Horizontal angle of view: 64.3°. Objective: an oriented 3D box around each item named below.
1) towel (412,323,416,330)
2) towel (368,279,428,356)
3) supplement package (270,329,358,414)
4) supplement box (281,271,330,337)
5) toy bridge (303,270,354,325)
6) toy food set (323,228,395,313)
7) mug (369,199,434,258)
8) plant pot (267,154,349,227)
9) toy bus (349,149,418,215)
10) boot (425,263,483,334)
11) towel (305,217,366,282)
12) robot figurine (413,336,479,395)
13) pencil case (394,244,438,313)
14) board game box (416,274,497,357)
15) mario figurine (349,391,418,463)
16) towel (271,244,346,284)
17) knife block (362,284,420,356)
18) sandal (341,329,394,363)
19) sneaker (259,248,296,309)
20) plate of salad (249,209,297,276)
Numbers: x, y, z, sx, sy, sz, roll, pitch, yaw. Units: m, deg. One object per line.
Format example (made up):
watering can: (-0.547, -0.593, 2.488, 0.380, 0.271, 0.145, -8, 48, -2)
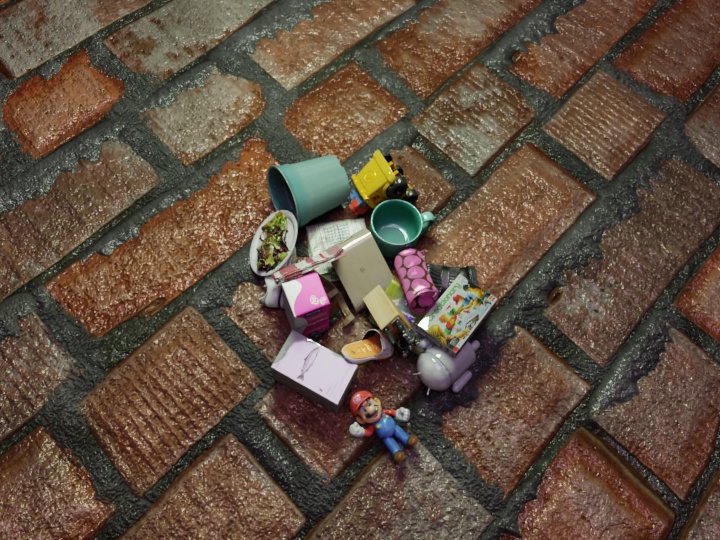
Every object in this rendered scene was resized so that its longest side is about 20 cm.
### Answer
towel: (0.237, 0.122, 1.646, 0.086, 0.018, 0.200, 43, 68, 9)
towel: (0.136, 0.133, 1.599, 0.198, 0.023, 0.145, 33, 92, 11)
supplement package: (-0.119, 0.266, 1.495, 0.197, 0.118, 0.118, 26, 67, 9)
supplement box: (-0.145, 0.099, 1.525, 0.100, 0.201, 0.105, -20, 67, -12)
toy bridge: (-0.083, 0.069, 1.620, 0.201, 0.027, 0.067, 50, 26, 3)
toy food set: (0.000, 0.000, 1.639, 0.142, 0.060, 0.202, -29, 93, -14)
mug: (0.115, -0.111, 1.691, 0.182, 0.115, 0.154, 16, 64, 3)
plant pot: (-0.148, -0.243, 1.702, 0.194, 0.201, 0.202, -24, 68, -23)
toy bus: (0.058, -0.234, 1.734, 0.191, 0.199, 0.137, -39, 60, 14)
boot: (0.256, 0.080, 1.613, 0.155, 0.080, 0.215, 0, 62, -11)
towel: (-0.061, -0.059, 1.699, 0.189, 0.035, 0.203, -8, 66, -8)
robot figurine: (0.228, 0.239, 1.533, 0.199, 0.113, 0.170, -39, 89, -19)
pencil case: (0.153, 0.024, 1.560, 0.092, 0.092, 0.202, -15, 42, 0)
board game box: (0.258, 0.117, 1.521, 0.125, 0.035, 0.200, 33, 65, 22)
mario figurine: (0.052, 0.388, 1.452, 0.200, 0.106, 0.123, 43, 34, 7)
towel: (-0.140, -0.018, 1.518, 0.197, 0.144, 0.023, -24, 100, -9)
knife block: (0.078, 0.130, 1.509, 0.064, 0.175, 0.201, -39, 79, 4)
sandal: (0.034, 0.195, 1.514, 0.079, 0.060, 0.205, 44, 28, 23)
sneaker: (-0.232, 0.009, 1.637, 0.079, 0.077, 0.203, 6, 62, 10)
plate of salad: (-0.256, -0.083, 1.633, 0.198, 0.048, 0.204, -19, 58, 33)
